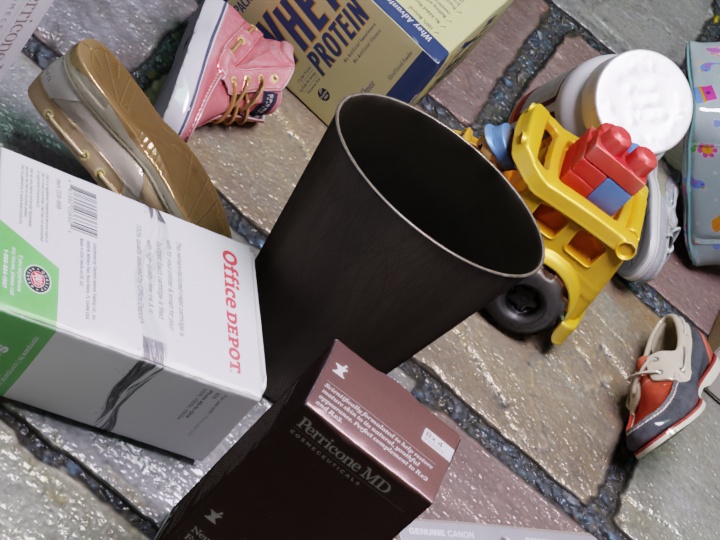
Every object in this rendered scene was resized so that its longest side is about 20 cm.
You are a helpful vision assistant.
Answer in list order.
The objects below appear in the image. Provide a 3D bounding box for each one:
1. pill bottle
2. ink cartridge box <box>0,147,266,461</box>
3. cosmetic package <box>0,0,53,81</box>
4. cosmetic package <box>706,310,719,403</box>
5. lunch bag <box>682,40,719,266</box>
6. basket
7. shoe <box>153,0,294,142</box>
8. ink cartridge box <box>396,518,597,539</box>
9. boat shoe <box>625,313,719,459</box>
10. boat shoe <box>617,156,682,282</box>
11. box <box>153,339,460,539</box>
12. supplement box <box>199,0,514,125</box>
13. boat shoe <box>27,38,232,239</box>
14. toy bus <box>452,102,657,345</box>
[{"bbox_3d":[0.210,-0.130,1.755,0.109,0.200,0.110,2,83,-16],"label":"pill bottle"},{"bbox_3d":[-0.171,0.025,1.322,0.200,0.084,0.146,22,39,-27],"label":"ink cartridge box"},{"bbox_3d":[-0.339,-0.207,1.332,0.200,0.167,0.167,-9,58,-48],"label":"cosmetic package"},{"bbox_3d":[0.383,0.044,1.840,0.071,0.105,0.200,40,33,-1],"label":"cosmetic package"},{"bbox_3d":[0.349,-0.118,1.905,0.077,0.200,0.161,1,35,10],"label":"lunch bag"},{"bbox_3d":[0.000,0.000,1.418,0.180,0.200,0.136,37,34,-9],"label":"basket"},{"bbox_3d":[-0.106,-0.146,1.583,0.091,0.072,0.200,28,32,-11],"label":"shoe"},{"bbox_3d":[0.098,0.265,1.333,0.200,0.084,0.176,11,45,-38],"label":"ink cartridge box"},{"bbox_3d":[0.256,0.096,1.680,0.063,0.071,0.200,54,30,-4],"label":"boat shoe"},{"bbox_3d":[0.274,-0.052,1.863,0.065,0.074,0.202,29,29,-12],"label":"boat shoe"},{"bbox_3d":[-0.040,0.145,1.221,0.100,0.200,0.075,38,35,-7],"label":"box"},{"bbox_3d":[0.009,-0.247,1.728,0.200,0.134,0.200,43,43,1],"label":"supplement box"},{"bbox_3d":[-0.167,-0.073,1.448,0.200,0.069,0.074,56,23,-18],"label":"boat shoe"},{"bbox_3d":[0.147,-0.067,1.648,0.200,0.192,0.136,35,36,-9],"label":"toy bus"}]
